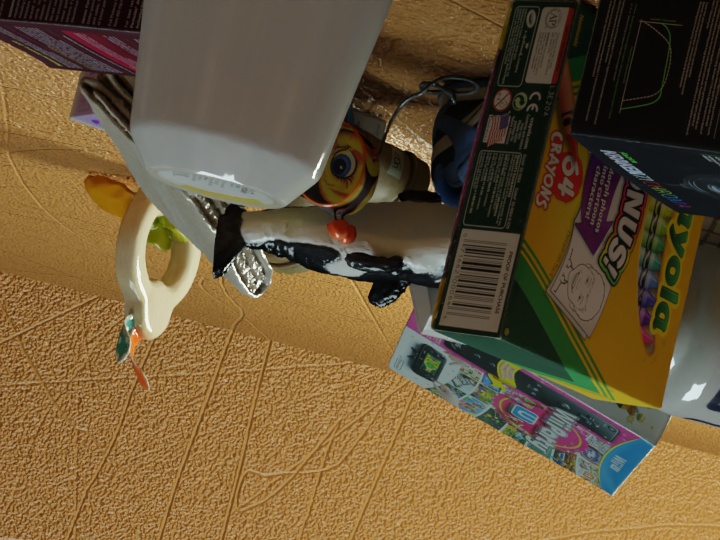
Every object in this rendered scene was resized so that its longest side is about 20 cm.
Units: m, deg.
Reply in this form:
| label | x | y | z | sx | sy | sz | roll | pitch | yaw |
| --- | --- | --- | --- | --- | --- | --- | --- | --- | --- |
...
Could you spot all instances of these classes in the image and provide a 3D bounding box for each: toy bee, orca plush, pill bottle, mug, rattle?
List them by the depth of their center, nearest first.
| label | x | y | z | sx | sy | sz | roll | pitch | yaw |
| --- | --- | --- | --- | --- | --- | --- | --- | --- | --- |
| mug | -0.054 | -0.115 | 1.478 | 0.149 | 0.154 | 0.186 | 7 | 170 | 39 |
| pill bottle | 0.246 | 0.048 | 1.639 | 0.199 | 0.112 | 0.111 | 15 | 172 | -21 |
| toy bee | -0.034 | -0.074 | 1.651 | 0.199 | 0.110 | 0.131 | -3 | 167 | 39 |
| orca plush | 0.000 | 0.000 | 1.698 | 0.198 | 0.072 | 0.105 | -5 | -153 | 5 |
| rattle | -0.243 | 0.007 | 2.494 | 0.142 | 0.202 | 0.130 | 13 | 172 | 13 |

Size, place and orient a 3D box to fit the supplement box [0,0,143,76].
| label | x | y | z | sx | sy | sz | roll | pitch | yaw |
| --- | --- | --- | --- | --- | --- | --- | --- | --- | --- |
| supplement box | -0.153 | -0.167 | 1.636 | 0.199 | 0.061 | 0.109 | 8 | 170 | 34 |

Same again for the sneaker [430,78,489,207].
| label | x | y | z | sx | sy | sz | roll | pitch | yaw |
| --- | --- | --- | --- | --- | --- | --- | --- | --- | --- |
| sneaker | 0.102 | -0.084 | 1.665 | 0.073 | 0.083 | 0.200 | 19 | 170 | -16 |

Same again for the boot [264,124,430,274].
| label | x | y | z | sx | sy | sz | roll | pitch | yaw |
| --- | --- | --- | --- | --- | --- | --- | --- | --- | --- |
| boot | -0.073 | -0.088 | 1.806 | 0.199 | 0.067 | 0.175 | 32 | 135 | -33 |

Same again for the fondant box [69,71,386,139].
| label | x | y | z | sx | sy | sz | roll | pitch | yaw |
| --- | --- | --- | --- | --- | --- | --- | --- | --- | --- |
| fondant box | -0.102 | -0.114 | 1.920 | 0.199 | 0.059 | 0.144 | 20 | 170 | -26 |

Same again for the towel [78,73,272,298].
| label | x | y | z | sx | sy | sz | roll | pitch | yaw |
| --- | --- | --- | --- | --- | --- | --- | --- | --- | --- |
| towel | -0.128 | -0.063 | 1.806 | 0.133 | 0.034 | 0.200 | 45 | 171 | 23 |

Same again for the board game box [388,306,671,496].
| label | x | y | z | sx | sy | sz | roll | pitch | yaw |
| --- | --- | --- | --- | --- | --- | --- | --- | --- | --- |
| board game box | 0.128 | 0.074 | 1.868 | 0.199 | 0.065 | 0.148 | 29 | 160 | 3 |

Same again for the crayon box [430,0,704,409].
| label | x | y | z | sx | sy | sz | roll | pitch | yaw |
| --- | --- | --- | --- | --- | --- | --- | --- | --- | --- |
| crayon box | 0.135 | -0.037 | 1.502 | 0.058 | 0.202 | 0.172 | 7 | 169 | 42 |

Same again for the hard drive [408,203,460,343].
| label | x | y | z | sx | sy | sz | roll | pitch | yaw |
| --- | --- | --- | --- | --- | --- | --- | --- | --- | --- |
| hard drive | 0.128 | 0.016 | 1.779 | 0.199 | 0.026 | 0.132 | 14 | -144 | -19 |

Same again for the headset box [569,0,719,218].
| label | x | y | z | sx | sy | sz | roll | pitch | yaw |
| --- | --- | --- | --- | --- | --- | --- | --- | --- | --- |
| headset box | 0.244 | -0.082 | 1.383 | 0.199 | 0.094 | 0.174 | 9 | 171 | 30 |

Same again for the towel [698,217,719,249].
| label | x | y | z | sx | sy | sz | roll | pitch | yaw |
| --- | --- | --- | --- | --- | --- | --- | --- | --- | --- |
| towel | 0.227 | -0.045 | 1.722 | 0.164 | 0.086 | 0.200 | 14 | 171 | -6 |
